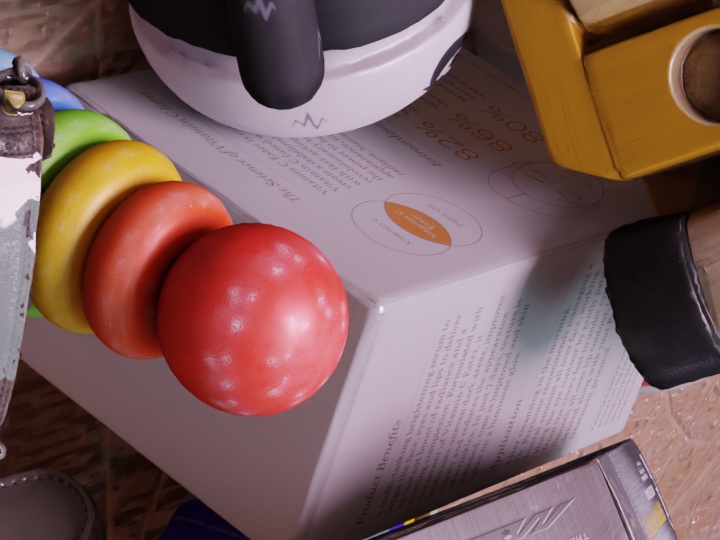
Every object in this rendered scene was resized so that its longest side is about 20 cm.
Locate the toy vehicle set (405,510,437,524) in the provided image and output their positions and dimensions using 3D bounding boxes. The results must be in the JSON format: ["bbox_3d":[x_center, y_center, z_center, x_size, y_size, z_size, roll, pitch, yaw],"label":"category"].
[{"bbox_3d":[-0.027,0.183,1.166,0.124,0.026,0.201,-19,127,-47],"label":"toy vehicle set"}]

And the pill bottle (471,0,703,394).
[{"bbox_3d":[0.108,-0.050,1.110,0.116,0.116,0.200,-47,144,-24],"label":"pill bottle"}]

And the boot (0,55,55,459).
[{"bbox_3d":[-0.164,-0.044,0.696,0.174,0.069,0.201,-3,103,-29],"label":"boot"}]

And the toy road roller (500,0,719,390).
[{"bbox_3d":[0.137,-0.060,0.898,0.146,0.123,0.201,-15,87,-69],"label":"toy road roller"}]

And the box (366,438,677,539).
[{"bbox_3d":[0.005,0.116,0.890,0.199,0.048,0.158,-22,176,8],"label":"box"}]

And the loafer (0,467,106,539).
[{"bbox_3d":[-0.164,0.119,0.887,0.200,0.070,0.070,-34,146,-37],"label":"loafer"}]

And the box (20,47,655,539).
[{"bbox_3d":[0.000,0.000,0.950,0.200,0.152,0.107,-16,133,-48],"label":"box"}]

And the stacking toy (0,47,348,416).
[{"bbox_3d":[-0.088,-0.015,0.778,0.085,0.200,0.086,-33,137,-38],"label":"stacking toy"}]

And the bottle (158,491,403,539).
[{"bbox_3d":[-0.038,0.113,1.031,0.200,0.083,0.065,-59,136,-19],"label":"bottle"}]

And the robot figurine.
[{"bbox_3d":[-0.022,-0.137,0.854,0.150,0.125,0.200,-37,139,-31],"label":"robot figurine"}]
